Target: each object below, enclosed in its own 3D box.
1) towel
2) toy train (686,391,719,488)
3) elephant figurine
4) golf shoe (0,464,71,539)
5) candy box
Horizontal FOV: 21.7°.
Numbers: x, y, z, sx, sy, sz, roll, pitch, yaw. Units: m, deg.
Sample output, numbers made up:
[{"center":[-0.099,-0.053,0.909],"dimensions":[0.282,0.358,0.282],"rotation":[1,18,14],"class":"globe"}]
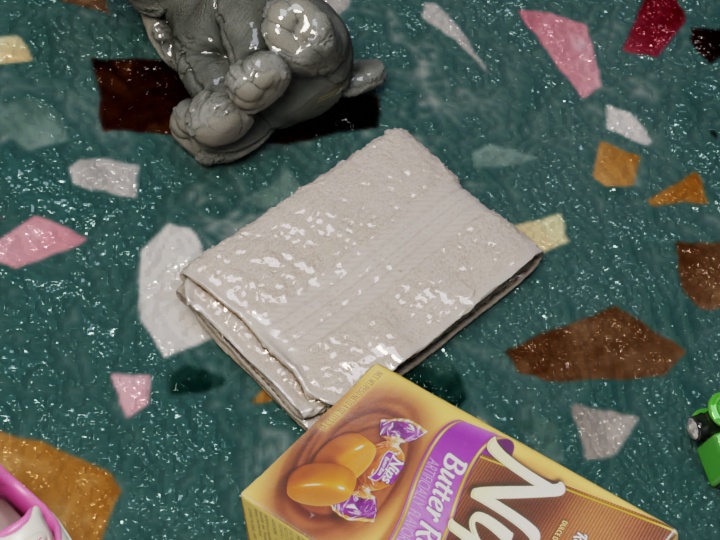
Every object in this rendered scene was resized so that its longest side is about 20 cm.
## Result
[{"center":[0.000,0.000,1.122],"dimensions":[0.132,0.035,0.200],"rotation":[43,59,17],"class":"towel"},{"center":[0.287,0.086,1.117],"dimensions":[0.199,0.042,0.057],"rotation":[-11,69,-18],"class":"toy train"},{"center":[-0.098,-0.179,1.158],"dimensions":[0.141,0.155,0.200],"rotation":[-35,76,-5],"class":"elephant figurine"},{"center":[-0.158,0.174,0.929],"dimensions":[0.075,0.092,0.200],"rotation":[-30,62,-30],"class":"golf shoe"},{"center":[0.051,0.141,0.980],"dimensions":[0.200,0.057,0.117],"rotation":[28,54,28],"class":"candy box"}]
